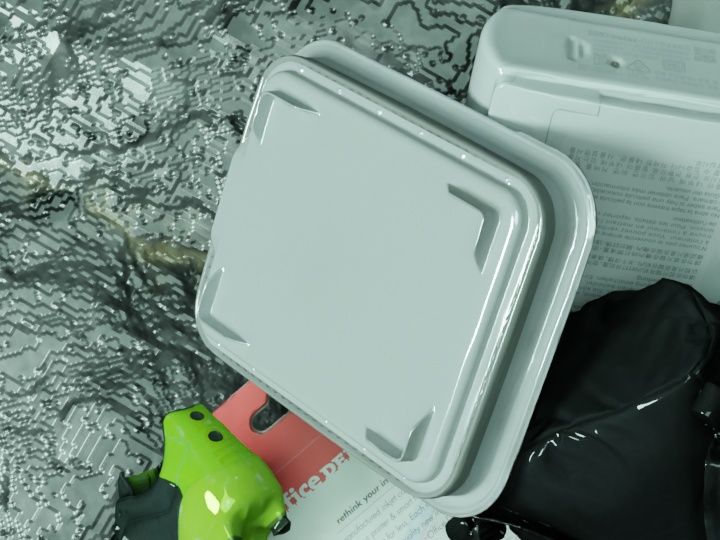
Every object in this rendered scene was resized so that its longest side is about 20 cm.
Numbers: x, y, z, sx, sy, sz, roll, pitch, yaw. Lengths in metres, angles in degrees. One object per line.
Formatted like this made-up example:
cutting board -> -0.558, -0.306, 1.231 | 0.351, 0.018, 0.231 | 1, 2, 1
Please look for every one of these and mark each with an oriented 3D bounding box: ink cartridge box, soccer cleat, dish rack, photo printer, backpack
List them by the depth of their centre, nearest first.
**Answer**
dish rack -> 0.000, 0.000, 0.755 | 0.200, 0.043, 0.172 | 32, 113, 38
backpack -> 0.156, 0.099, 0.789 | 0.167, 0.127, 0.200 | -22, 128, 38
photo printer -> 0.122, -0.025, 0.806 | 0.166, 0.200, 0.070 | 8, 46, -1
soccer cleat -> -0.095, 0.145, 0.831 | 0.081, 0.067, 0.200 | 52, 134, 24
ink cartridge box -> 0.015, 0.127, 0.856 | 0.116, 0.067, 0.200 | -40, 88, 1

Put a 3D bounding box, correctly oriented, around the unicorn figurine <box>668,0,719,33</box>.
unicorn figurine -> 0.174, -0.109, 0.846 | 0.074, 0.137, 0.200 | 43, 64, -34
